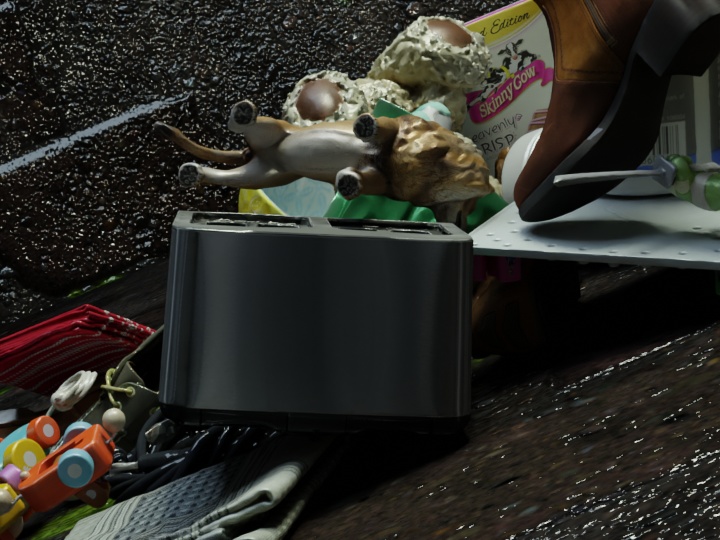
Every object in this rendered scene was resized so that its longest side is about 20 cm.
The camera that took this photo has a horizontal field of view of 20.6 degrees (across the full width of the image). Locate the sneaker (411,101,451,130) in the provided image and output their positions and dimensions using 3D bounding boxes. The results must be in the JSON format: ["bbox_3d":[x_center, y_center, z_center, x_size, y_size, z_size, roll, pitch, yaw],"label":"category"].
[{"bbox_3d":[0.049,-0.012,1.392,0.201,0.139,0.078,-58,4,-25],"label":"sneaker"}]

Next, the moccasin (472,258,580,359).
[{"bbox_3d":[0.102,0.013,1.318,0.077,0.074,0.202,-12,19,18],"label":"moccasin"}]

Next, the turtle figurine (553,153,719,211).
[{"bbox_3d":[0.239,-0.102,1.153,0.198,0.145,0.194,18,18,11],"label":"turtle figurine"}]

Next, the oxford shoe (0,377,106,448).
[{"bbox_3d":[-0.211,0.134,1.492,0.198,0.072,0.072,-18,38,15],"label":"oxford shoe"}]

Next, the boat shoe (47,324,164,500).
[{"bbox_3d":[-0.151,0.084,1.420,0.201,0.060,0.072,-38,37,-5],"label":"boat shoe"}]

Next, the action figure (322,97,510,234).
[{"bbox_3d":[0.000,0.000,1.300,0.201,0.118,0.055,-53,2,-19],"label":"action figure"}]

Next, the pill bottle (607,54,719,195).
[{"bbox_3d":[0.182,-0.159,1.276,0.113,0.202,0.114,-4,16,1],"label":"pill bottle"}]

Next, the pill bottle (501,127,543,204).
[{"bbox_3d":[0.203,-0.075,1.457,0.114,0.115,0.199,-28,8,-37],"label":"pill bottle"}]

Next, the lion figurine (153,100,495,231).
[{"bbox_3d":[-0.020,-0.072,1.253,0.198,0.073,0.122,14,6,22],"label":"lion figurine"}]

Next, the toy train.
[{"bbox_3d":[-0.208,0.138,1.323,0.150,0.056,0.200,-36,13,0],"label":"toy train"}]

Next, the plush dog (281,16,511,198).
[{"bbox_3d":[0.038,-0.074,1.535,0.199,0.172,0.161,-30,-18,-36],"label":"plush dog"}]

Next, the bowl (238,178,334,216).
[{"bbox_3d":[-0.019,-0.009,1.608,0.108,0.199,0.200,-66,-13,23],"label":"bowl"}]

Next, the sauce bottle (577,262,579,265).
[{"bbox_3d":[0.062,0.014,1.446,0.198,0.067,0.066,-22,7,10],"label":"sauce bottle"}]

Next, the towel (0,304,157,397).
[{"bbox_3d":[-0.189,0.079,1.509,0.144,0.023,0.199,-20,-29,35],"label":"towel"}]

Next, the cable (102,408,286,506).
[{"bbox_3d":[-0.083,0.098,1.322,0.199,0.051,0.163,-24,7,-12],"label":"cable"}]

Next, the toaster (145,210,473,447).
[{"bbox_3d":[-0.029,0.031,1.149,0.179,0.120,0.200,2,5,-3],"label":"toaster"}]

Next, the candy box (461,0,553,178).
[{"bbox_3d":[0.140,-0.115,1.607,0.135,0.202,0.061,-21,6,17],"label":"candy box"}]

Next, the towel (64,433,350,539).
[{"bbox_3d":[-0.112,0.145,1.111,0.191,0.035,0.200,-21,8,16],"label":"towel"}]

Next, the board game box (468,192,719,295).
[{"bbox_3d":[0.188,-0.027,1.235,0.198,0.026,0.200,4,19,26],"label":"board game box"}]

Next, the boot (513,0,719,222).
[{"bbox_3d":[0.111,-0.155,1.211,0.068,0.200,0.189,-6,-41,-43],"label":"boot"}]
